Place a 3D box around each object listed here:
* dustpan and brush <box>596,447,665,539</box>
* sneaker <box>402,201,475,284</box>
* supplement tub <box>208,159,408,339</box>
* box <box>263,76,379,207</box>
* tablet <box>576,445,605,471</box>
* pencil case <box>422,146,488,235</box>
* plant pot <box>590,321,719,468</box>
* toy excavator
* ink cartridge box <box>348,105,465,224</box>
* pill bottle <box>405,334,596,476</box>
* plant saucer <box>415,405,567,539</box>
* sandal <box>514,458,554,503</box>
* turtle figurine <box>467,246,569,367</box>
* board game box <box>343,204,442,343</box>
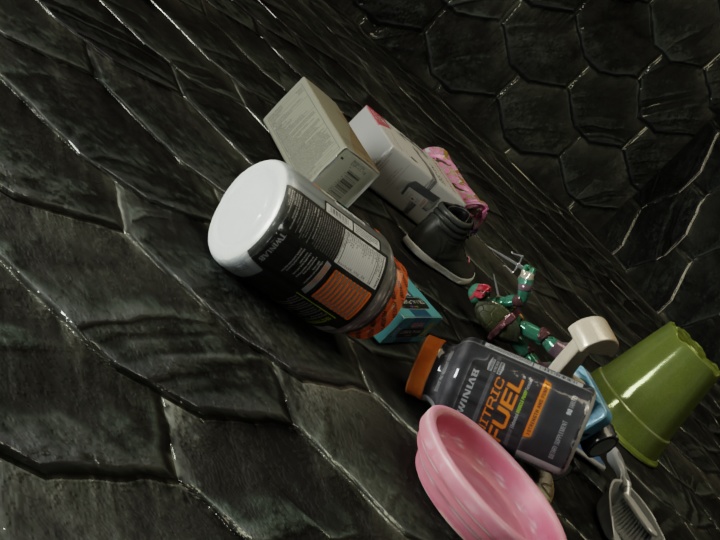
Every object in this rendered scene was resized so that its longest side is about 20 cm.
[{"bbox_3d":[0.350,0.306,1.716,0.139,0.057,0.201,36,17,-32],"label":"dustpan and brush"},{"bbox_3d":[0.154,-0.044,2.063,0.071,0.099,0.200,52,14,33],"label":"sneaker"},{"bbox_3d":[-0.049,-0.015,1.350,0.200,0.123,0.123,36,16,-35],"label":"supplement tub"},{"bbox_3d":[-0.058,-0.176,1.841,0.078,0.095,0.201,34,19,-38],"label":"box"},{"bbox_3d":[0.267,0.206,1.859,0.199,0.014,0.130,35,18,-34],"label":"tablet"},{"bbox_3d":[0.162,-0.149,2.417,0.086,0.083,0.201,31,19,-41],"label":"pencil case"},{"bbox_3d":[0.495,0.193,2.187,0.200,0.190,0.200,42,15,-14],"label":"plant pot"},{"bbox_3d":[0.243,0.150,1.556,0.200,0.194,0.100,36,25,-53],"label":"toy excavator"},{"bbox_3d":[0.068,-0.166,2.192,0.200,0.085,0.146,37,16,-38],"label":"ink cartridge box"},{"bbox_3d":[0.151,0.141,1.442,0.198,0.107,0.106,22,11,9],"label":"pill bottle"},{"bbox_3d":[0.124,0.226,1.316,0.200,0.051,0.201,42,13,-12],"label":"plant saucer"},{"bbox_3d":[0.167,0.196,1.515,0.080,0.054,0.201,4,51,-26],"label":"sandal"},{"bbox_3d":[0.227,0.069,1.971,0.200,0.101,0.150,48,-27,4],"label":"turtle figurine"},{"bbox_3d":[0.000,0.000,1.602,0.200,0.047,0.151,50,14,16],"label":"board game box"}]
